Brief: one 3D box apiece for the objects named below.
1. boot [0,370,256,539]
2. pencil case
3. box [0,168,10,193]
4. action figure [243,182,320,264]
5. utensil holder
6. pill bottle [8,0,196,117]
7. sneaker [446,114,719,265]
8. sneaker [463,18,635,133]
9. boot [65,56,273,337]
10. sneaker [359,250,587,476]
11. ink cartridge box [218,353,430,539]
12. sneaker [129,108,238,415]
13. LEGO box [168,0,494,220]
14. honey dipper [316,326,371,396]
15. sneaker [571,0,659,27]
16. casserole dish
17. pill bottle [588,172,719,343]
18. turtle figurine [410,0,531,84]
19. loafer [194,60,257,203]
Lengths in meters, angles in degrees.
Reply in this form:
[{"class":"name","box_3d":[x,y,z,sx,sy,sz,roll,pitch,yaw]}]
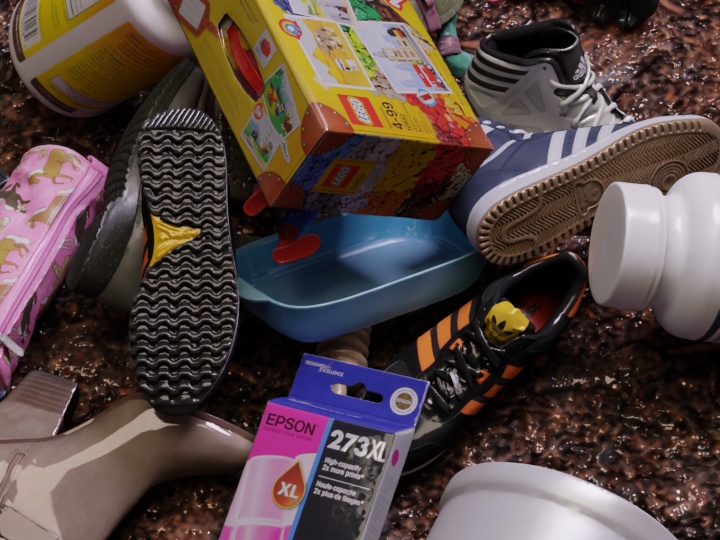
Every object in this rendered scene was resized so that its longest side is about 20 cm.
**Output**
[{"class":"boot","box_3d":[-0.177,0.151,1.405,0.199,0.070,0.147,13,61,15]},{"class":"pencil case","box_3d":[-0.244,0.002,1.509,0.086,0.083,0.201,14,54,17]},{"class":"box","box_3d":[-0.377,-0.042,1.578,0.200,0.049,0.161,-36,54,-20]},{"class":"action figure","box_3d":[-0.021,-0.069,1.491,0.099,0.065,0.200,-27,13,9]},{"class":"utensil holder","box_3d":[0.086,0.240,1.238,0.169,0.170,0.200,19,57,19]},{"class":"pill bottle","box_3d":[-0.165,-0.193,1.574,0.200,0.109,0.110,-22,36,45]},{"class":"sneaker","box_3d":[0.145,-0.075,1.478,0.199,0.070,0.108,-21,31,-17]},{"class":"sneaker","box_3d":[0.160,-0.105,1.521,0.200,0.116,0.076,29,59,14]},{"class":"boot","box_3d":[-0.118,-0.040,1.515,0.130,0.068,0.201,27,66,-17]},{"class":"sneaker","box_3d":[0.074,0.053,1.421,0.200,0.090,0.070,-40,81,-24]},{"class":"ink cartridge box","box_3d":[-0.031,0.148,1.367,0.094,0.037,0.201,12,69,22]},{"class":"sneaker","box_3d":[-0.112,0.000,1.414,0.070,0.090,0.201,-1,77,2]},{"class":"LEGO box","box_3d":[-0.023,-0.135,1.435,0.148,0.077,0.201,3,47,-40]},{"class":"honey dipper","box_3d":[-0.017,0.119,1.426,0.038,0.038,0.201,0,54,6]},{"class":"sneaker","box_3d":[0.152,-0.262,1.681,0.199,0.071,0.098,19,57,17]},{"class":"casserole dish","box_3d":[0.000,0.000,1.479,0.199,0.039,0.121,-20,30,-27]},{"class":"pill bottle","box_3d":[0.257,-0.005,1.416,0.199,0.111,0.111,7,51,-10]},{"class":"turtle figurine","box_3d":[0.029,-0.187,1.607,0.200,0.101,0.150,-33,57,-27]},{"class":"loafer","box_3d":[-0.094,-0.136,1.611,0.076,0.067,0.201,16,60,-30]}]
